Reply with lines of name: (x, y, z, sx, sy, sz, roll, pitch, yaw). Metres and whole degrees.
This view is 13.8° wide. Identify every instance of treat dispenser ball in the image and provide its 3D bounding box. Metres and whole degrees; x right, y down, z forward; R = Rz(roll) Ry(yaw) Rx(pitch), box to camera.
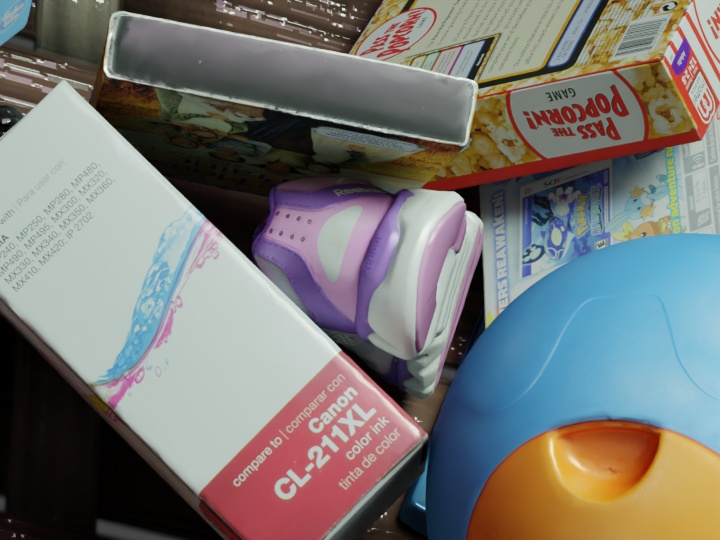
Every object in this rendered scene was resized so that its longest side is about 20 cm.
treat dispenser ball: (0.124, 0.086, 1.130, 0.200, 0.201, 0.201, 15, 49, -18)

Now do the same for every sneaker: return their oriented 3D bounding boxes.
sneaker: (0.000, 0.000, 1.256, 0.088, 0.200, 0.081, 15, 82, 8)

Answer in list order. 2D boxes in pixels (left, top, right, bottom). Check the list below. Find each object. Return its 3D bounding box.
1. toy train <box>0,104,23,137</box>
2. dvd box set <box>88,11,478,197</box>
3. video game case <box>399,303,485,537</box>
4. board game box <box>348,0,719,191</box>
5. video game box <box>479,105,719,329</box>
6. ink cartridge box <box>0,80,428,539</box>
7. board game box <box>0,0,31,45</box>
toy train: (-0.105, -0.002, 1.288, 0.200, 0.034, 0.046, 39, 67, 3)
dvd box set: (-0.040, -0.061, 1.234, 0.146, 0.200, 0.029, 11, 82, -7)
video game case: (0.109, 0.073, 1.358, 0.143, 0.018, 0.200, 30, 46, -6)
board game box: (0.083, -0.103, 1.365, 0.046, 0.200, 0.152, 60, 40, -26)
video game box: (0.141, -0.003, 1.306, 0.047, 0.182, 0.200, 47, 32, -43)
ink cartridge box: (-0.071, 0.031, 1.187, 0.200, 0.146, 0.083, 45, 84, 7)
board game box: (-0.257, -0.129, 1.249, 0.200, 0.040, 0.153, 25, 35, 10)
